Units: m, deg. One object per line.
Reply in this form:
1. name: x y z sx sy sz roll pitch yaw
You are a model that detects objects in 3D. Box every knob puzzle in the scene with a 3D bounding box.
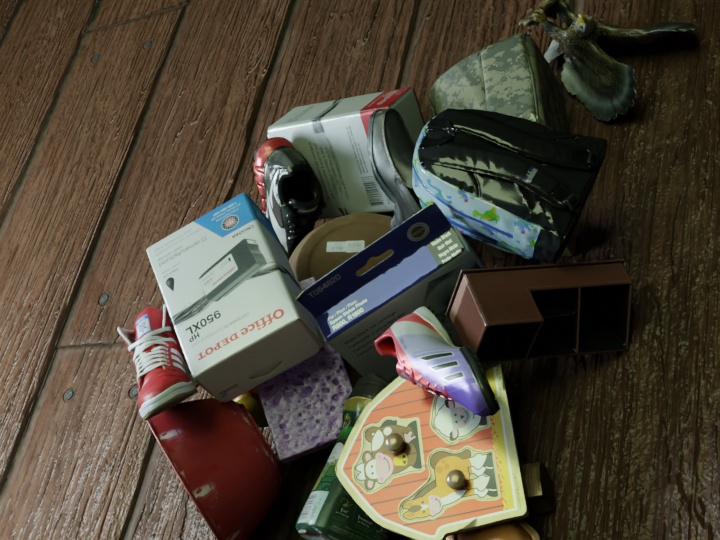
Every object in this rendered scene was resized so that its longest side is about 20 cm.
1. knob puzzle: 0.064 0.190 1.219 0.219 0.030 0.221 -10 61 18

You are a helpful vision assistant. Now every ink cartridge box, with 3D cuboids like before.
1. ink cartridge box: -0.150 0.031 1.369 0.144 0.084 0.201 -30 57 5
2. ink cartridge box: -0.008 -0.155 1.568 0.199 0.145 0.084 -5 26 32
3. ink cartridge box: 0.056 0.040 1.348 0.199 0.200 0.041 -34 45 9

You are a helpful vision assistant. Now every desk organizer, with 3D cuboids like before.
1. desk organizer: 0.203 0.045 1.255 0.199 0.072 0.077 -4 47 -19

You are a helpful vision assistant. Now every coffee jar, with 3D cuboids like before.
1. coffee jar: 0.009 0.222 1.310 0.085 0.104 0.201 -31 33 63

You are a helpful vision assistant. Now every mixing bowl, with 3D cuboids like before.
1. mixing bowl: -0.162 0.228 1.382 0.108 0.201 0.200 -31 43 -10

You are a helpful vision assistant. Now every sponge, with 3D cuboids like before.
1. sponge: -0.075 0.120 1.403 0.111 0.030 0.201 -19 73 -2

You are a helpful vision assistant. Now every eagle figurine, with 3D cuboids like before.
1. eagle figurine: 0.309 -0.296 1.499 0.200 0.151 0.152 36 126 17

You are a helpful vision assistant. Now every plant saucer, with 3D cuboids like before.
1. plant saucer: 0.000 0.000 1.484 0.199 0.030 0.201 -3 53 4

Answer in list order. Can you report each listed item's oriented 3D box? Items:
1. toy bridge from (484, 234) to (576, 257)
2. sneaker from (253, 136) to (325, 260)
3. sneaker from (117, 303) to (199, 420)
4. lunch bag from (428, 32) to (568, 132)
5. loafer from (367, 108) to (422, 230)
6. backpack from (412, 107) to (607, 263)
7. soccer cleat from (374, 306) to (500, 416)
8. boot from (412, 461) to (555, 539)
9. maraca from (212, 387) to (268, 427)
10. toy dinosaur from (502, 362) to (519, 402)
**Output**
1. toy bridge: 0.163 -0.044 1.432 0.199 0.067 0.027 1 58 35
2. sneaker: -0.090 -0.075 1.551 0.071 0.201 0.098 -22 32 -28
3. sneaker: -0.236 0.101 1.332 0.071 0.113 0.200 -25 3 -2
4. lunch bag: 0.170 -0.184 1.479 0.167 0.139 0.201 -19 48 22
5. loafer: 0.067 -0.110 1.435 0.072 0.201 0.073 -16 5 45
6. backpack: 0.153 -0.104 1.315 0.199 0.154 0.164 25 64 3
7. soccer cleat: 0.079 0.104 1.203 0.073 0.068 0.200 -27 29 -8
8. boot: 0.124 0.294 1.195 0.155 0.077 0.201 -19 47 21
9. maraca: -0.123 0.102 1.484 0.136 0.107 0.201 6 71 8
10. toy dinosaur: 0.120 0.176 1.286 0.077 0.102 0.201 22 81 30
